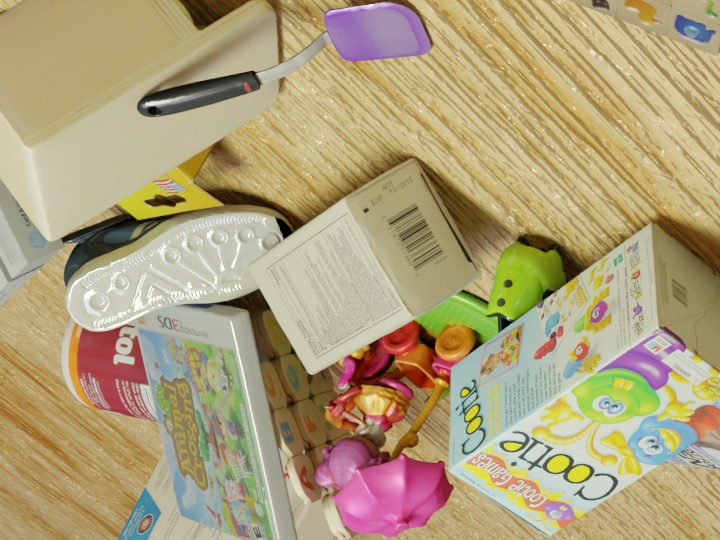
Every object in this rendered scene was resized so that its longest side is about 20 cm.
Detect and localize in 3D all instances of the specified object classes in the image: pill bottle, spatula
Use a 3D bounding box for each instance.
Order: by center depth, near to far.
[{"bbox_3d":[-0.054,-0.135,1.552,0.199,0.021,0.057,-18,143,7],"label":"spatula"},{"bbox_3d":[-0.157,0.080,2.079,0.199,0.113,0.113,8,149,35],"label":"pill bottle"}]

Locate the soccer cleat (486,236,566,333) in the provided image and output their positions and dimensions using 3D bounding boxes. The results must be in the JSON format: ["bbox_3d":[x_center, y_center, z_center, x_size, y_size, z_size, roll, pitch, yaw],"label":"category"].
[{"bbox_3d":[0.139,0.057,1.762,0.067,0.081,0.200,11,151,32],"label":"soccer cleat"}]

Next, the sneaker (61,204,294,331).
[{"bbox_3d":[-0.148,-0.023,1.927,0.199,0.147,0.081,-20,110,6],"label":"sneaker"}]

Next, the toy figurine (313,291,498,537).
[{"bbox_3d":[0.023,0.122,1.885,0.199,0.185,0.150,7,149,39],"label":"toy figurine"}]

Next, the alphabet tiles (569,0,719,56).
[{"bbox_3d":[0.152,-0.192,1.348,0.199,0.008,0.168,22,155,12],"label":"alphabet tiles"}]

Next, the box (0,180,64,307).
[{"bbox_3d":[-0.322,-0.057,1.978,0.157,0.041,0.200,64,154,3],"label":"box"}]

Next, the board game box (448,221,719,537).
[{"bbox_3d":[0.166,0.079,1.641,0.103,0.105,0.200,35,127,-26],"label":"board game box"}]

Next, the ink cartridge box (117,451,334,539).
[{"bbox_3d":[-0.125,0.246,2.331,0.199,0.147,0.084,5,147,42],"label":"ink cartridge box"}]

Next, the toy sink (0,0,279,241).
[{"bbox_3d":[-0.168,-0.138,1.633,0.112,0.199,0.131,51,163,21],"label":"toy sink"}]

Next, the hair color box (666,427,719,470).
[{"bbox_3d":[0.271,0.104,1.719,0.199,0.065,0.109,3,157,41],"label":"hair color box"}]

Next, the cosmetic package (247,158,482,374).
[{"bbox_3d":[0.000,0.000,1.764,0.106,0.071,0.200,60,153,-1],"label":"cosmetic package"}]

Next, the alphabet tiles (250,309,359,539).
[{"bbox_3d":[-0.038,0.126,1.969,0.015,0.201,0.195,-22,176,15],"label":"alphabet tiles"}]

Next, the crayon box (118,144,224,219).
[{"bbox_3d":[-0.197,-0.120,1.800,0.200,0.051,0.127,43,152,-29],"label":"crayon box"}]

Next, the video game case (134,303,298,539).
[{"bbox_3d":[-0.123,0.121,1.938,0.182,0.022,0.202,9,115,58],"label":"video game case"}]
